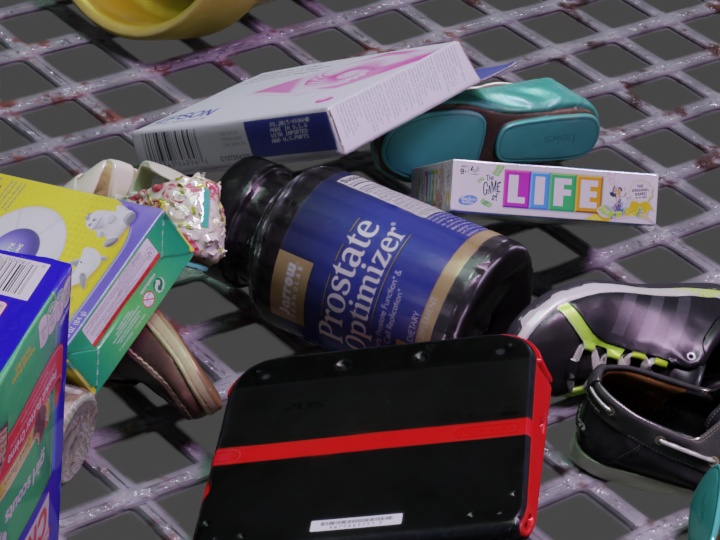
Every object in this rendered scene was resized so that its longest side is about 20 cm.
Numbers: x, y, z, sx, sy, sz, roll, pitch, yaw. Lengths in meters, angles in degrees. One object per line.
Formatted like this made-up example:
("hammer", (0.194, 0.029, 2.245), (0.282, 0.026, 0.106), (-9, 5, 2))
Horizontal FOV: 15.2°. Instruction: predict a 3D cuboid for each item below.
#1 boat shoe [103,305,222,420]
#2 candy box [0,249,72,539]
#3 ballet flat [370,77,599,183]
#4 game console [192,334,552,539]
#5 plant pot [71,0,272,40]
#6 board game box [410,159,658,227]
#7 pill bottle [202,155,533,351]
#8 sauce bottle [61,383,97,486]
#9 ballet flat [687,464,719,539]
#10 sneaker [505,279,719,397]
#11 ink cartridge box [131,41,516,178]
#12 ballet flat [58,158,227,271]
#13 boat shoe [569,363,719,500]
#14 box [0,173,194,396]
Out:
("boat shoe", (-0.161, 0.046, 1.663), (0.072, 0.072, 0.200), (-42, 50, -11))
("candy box", (-0.213, 0.114, 1.402), (0.077, 0.200, 0.169), (14, 33, 8))
("ballet flat", (0.078, -0.105, 1.945), (0.200, 0.067, 0.070), (-6, 34, -32))
("game console", (0.009, 0.107, 1.567), (0.200, 0.031, 0.177), (-7, 38, 13))
("plant pot", (-0.112, -0.281, 2.085), (0.201, 0.201, 0.189), (29, 22, 32))
("board game box", (0.112, -0.050, 1.797), (0.134, 0.034, 0.200), (3, 0, -7))
("pill bottle", (0.000, 0.000, 1.714), (0.200, 0.112, 0.112), (22, 35, 24))
("sauce bottle", (-0.256, 0.073, 1.590), (0.200, 0.065, 0.065), (16, 33, 17))
("ballet flat", (0.210, 0.182, 1.517), (0.071, 0.069, 0.200), (30, 33, 0))
("sneaker", (0.184, 0.051, 1.706), (0.200, 0.072, 0.083), (-9, 36, -24))
("ink cartridge box", (-0.026, -0.121, 1.890), (0.196, 0.043, 0.200), (-5, 19, 43))
("ballet flat", (-0.147, -0.039, 1.731), (0.076, 0.064, 0.200), (14, -3, -40))
("boat shoe", (0.230, 0.105, 1.635), (0.200, 0.068, 0.072), (13, 30, 6))
("box", (-0.211, 0.001, 1.651), (0.200, 0.048, 0.117), (11, 57, 40))
